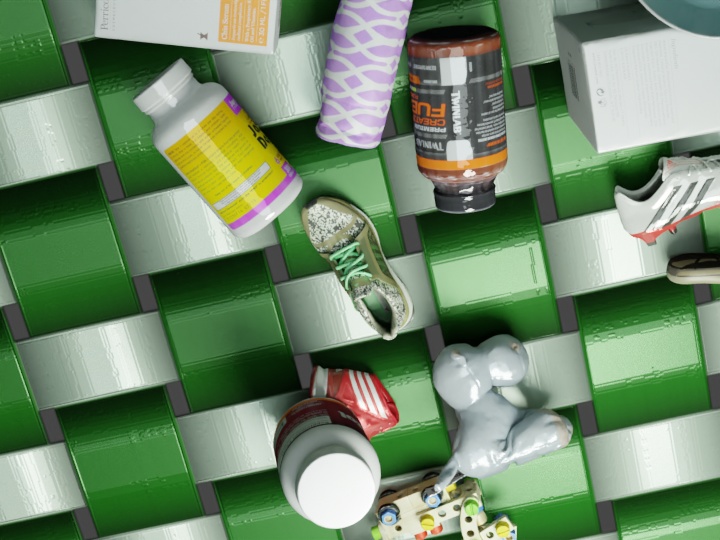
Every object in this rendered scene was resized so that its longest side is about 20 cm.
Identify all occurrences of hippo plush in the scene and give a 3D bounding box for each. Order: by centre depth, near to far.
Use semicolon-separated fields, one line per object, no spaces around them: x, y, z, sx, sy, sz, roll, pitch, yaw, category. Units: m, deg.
0.146;0.167;1.557;0.200;0.159;0.161;-18;78;-9;hippo plush

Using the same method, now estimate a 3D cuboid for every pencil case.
0.003;-0.237;1.424;0.084;0.086;0.200;12;108;-8;pencil case

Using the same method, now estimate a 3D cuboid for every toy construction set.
0.092;0.333;1.625;0.200;0.092;0.131;-28;107;-2;toy construction set

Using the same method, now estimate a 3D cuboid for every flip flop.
0.464;0.016;1.515;0.199;0.081;0.058;1;105;4;flip flop

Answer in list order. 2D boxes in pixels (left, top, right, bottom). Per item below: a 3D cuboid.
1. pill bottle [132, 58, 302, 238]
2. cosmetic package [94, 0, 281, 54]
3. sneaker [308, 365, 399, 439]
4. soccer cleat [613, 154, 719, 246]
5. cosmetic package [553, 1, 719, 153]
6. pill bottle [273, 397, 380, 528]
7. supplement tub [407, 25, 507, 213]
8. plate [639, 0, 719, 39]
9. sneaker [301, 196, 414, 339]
-0.165;-0.140;1.447;0.104;0.104;0.200;-37;106;12;pill bottle
-0.188;-0.302;1.409;0.199;0.071;0.102;5;109;-1;cosmetic package
-0.010;0.219;1.587;0.115;0.078;0.200;3;110;0;sneaker
0.390;-0.106;1.481;0.200;0.069;0.085;-28;111;14;soccer cleat
0.327;-0.220;1.370;0.200;0.199;0.123;-11;108;4;cosmetic package
-0.038;0.221;1.454;0.113;0.200;0.113;-1;99;-8;pill bottle
0.112;-0.169;1.437;0.107;0.107;0.200;-6;109;2;supplement tub
0.354;-0.324;1.255;0.200;0.026;0.201;0;87;8;plate
0.000;0.000;1.504;0.077;0.089;0.200;-33;106;11;sneaker
